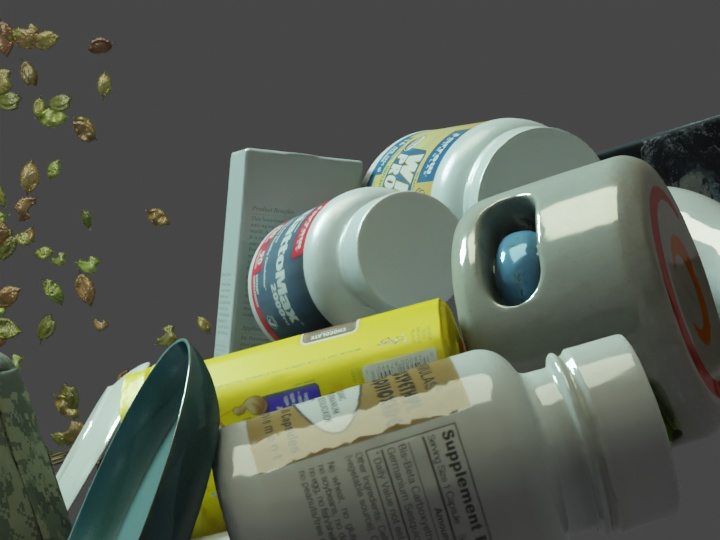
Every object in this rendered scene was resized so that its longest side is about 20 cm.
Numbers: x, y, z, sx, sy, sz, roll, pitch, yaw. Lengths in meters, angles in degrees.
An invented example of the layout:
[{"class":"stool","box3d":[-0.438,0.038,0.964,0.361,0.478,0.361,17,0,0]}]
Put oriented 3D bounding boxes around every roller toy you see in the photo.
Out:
[{"class":"roller toy","box3d":[0.140,0.031,1.317,0.140,0.183,0.200,-18,0,19]}]

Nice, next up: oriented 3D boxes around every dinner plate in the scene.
[{"class":"dinner plate","box3d":[-0.234,0.160,1.765,0.200,0.024,0.200,-60,5,9]}]

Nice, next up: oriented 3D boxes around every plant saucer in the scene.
[{"class":"plant saucer","box3d":[-0.110,0.129,0.981,0.027,0.200,0.200,23,-10,-13]}]

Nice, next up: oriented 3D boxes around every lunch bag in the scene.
[{"class":"lunch bag","box3d":[-0.322,0.164,1.587,0.139,0.200,0.168,-18,-1,12]}]

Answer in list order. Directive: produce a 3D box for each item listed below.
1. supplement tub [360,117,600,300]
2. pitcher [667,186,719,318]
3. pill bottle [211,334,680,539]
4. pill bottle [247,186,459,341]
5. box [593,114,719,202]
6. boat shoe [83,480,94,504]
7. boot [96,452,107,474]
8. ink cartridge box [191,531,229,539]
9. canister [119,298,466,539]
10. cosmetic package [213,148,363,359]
[{"class":"supplement tub","box3d":[0.099,-0.047,1.692,0.145,0.145,0.200,-17,6,-25]},{"class":"pitcher","box3d":[0.264,0.009,1.559,0.171,0.121,0.200,20,-6,-39]},{"class":"pill bottle","box3d":[0.039,0.100,0.977,0.200,0.115,0.114,-17,0,-2]},{"class":"pill bottle","box3d":[0.000,0.000,1.614,0.119,0.120,0.200,-17,-2,-25]},{"class":"box","box3d":[0.270,-0.019,1.765,0.200,0.197,0.117,-18,2,-25]},{"class":"boat shoe","box3d":[-0.178,0.184,1.553,0.074,0.073,0.200,-17,0,-10]},{"class":"boot","box3d":[-0.092,0.160,1.711,0.155,0.073,0.200,-7,-5,43]},{"class":"ink cartridge box","box3d":[-0.101,0.178,1.145,0.200,0.045,0.176,-18,-1,37]},{"class":"canister","box3d":[-0.026,0.105,1.274,0.200,0.149,0.087,-15,35,9]},{"class":"cosmetic package","box3d":[-0.062,0.004,1.746,0.101,0.200,0.071,6,-1,-14]}]
